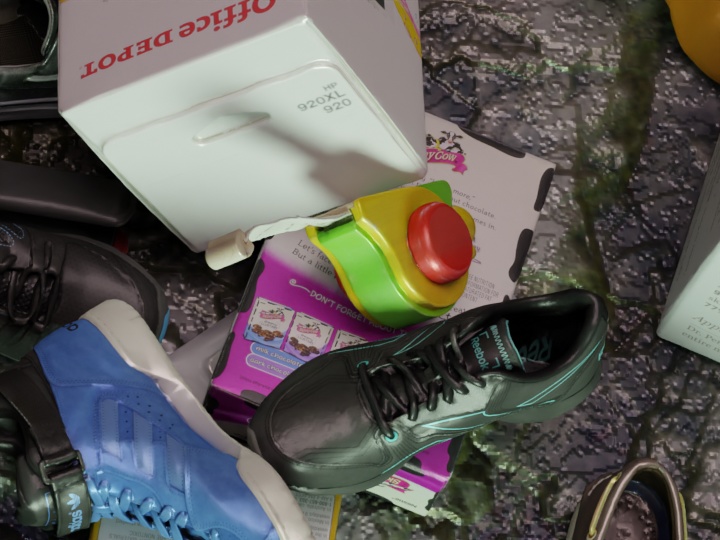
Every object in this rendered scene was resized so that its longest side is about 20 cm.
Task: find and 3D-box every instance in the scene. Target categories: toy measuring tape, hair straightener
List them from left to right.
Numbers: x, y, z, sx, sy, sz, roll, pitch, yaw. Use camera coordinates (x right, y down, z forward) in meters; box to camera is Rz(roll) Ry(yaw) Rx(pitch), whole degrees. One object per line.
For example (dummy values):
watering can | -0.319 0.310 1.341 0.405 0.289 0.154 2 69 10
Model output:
hair straightener | -0.214 -0.061 1.593 0.199 0.077 0.041 19 44 -1
toy measuring tape | 0.000 0.000 1.500 0.200 0.074 0.074 -15 66 -53

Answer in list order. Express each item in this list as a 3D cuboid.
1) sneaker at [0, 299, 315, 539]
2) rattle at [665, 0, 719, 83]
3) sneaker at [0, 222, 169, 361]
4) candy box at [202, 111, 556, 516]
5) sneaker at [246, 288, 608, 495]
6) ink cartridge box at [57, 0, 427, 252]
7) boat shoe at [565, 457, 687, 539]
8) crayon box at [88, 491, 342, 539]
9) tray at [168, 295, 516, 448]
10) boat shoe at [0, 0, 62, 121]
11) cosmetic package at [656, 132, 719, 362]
sneaker | -0.111 0.113 1.476 0.111 0.077 0.200 -31 68 -23
rattle | 0.216 -0.227 1.775 0.142 0.130 0.200 32 36 -9
sneaker | -0.198 0.007 1.552 0.199 0.082 0.074 16 95 0
candy box | 0.009 0.012 1.594 0.136 0.061 0.201 22 64 -2
sneaker | 0.036 0.052 1.506 0.199 0.079 0.076 -20 73 -19
ink cartridge box | -0.061 -0.142 1.559 0.146 0.145 0.201 -19 51 21
boat shoe | 0.133 0.195 1.564 0.071 0.060 0.201 15 63 -7
crayon box | -0.084 0.190 1.514 0.125 0.052 0.201 9 63 -1
tray | -0.004 0.040 1.625 0.200 0.022 0.108 -33 78 -24
boat shoe | -0.175 -0.124 1.628 0.199 0.071 0.072 -19 70 -28
cosmetic package | 0.284 -0.039 1.629 0.167 0.200 0.167 23 63 -3
